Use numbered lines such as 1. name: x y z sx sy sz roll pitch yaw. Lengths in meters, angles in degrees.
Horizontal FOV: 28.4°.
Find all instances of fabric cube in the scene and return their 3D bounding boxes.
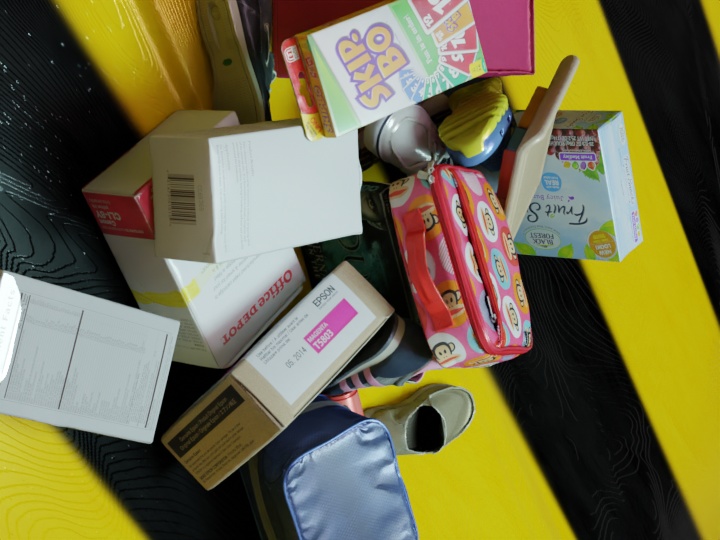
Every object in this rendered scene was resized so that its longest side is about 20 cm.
1. fabric cube: 0.047 -0.295 1.458 0.199 0.199 0.197 -9 101 -50

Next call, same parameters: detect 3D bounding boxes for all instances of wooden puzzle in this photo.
1. wooden puzzle: 0.177 -0.114 1.546 0.185 0.037 0.201 -59 168 -47

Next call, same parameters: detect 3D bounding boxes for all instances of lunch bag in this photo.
1. lunch bag: 0.093 -0.004 1.405 0.176 0.082 0.201 4 68 -64
2. lunch bag: -0.036 0.237 1.478 0.135 0.132 0.201 -23 112 -25

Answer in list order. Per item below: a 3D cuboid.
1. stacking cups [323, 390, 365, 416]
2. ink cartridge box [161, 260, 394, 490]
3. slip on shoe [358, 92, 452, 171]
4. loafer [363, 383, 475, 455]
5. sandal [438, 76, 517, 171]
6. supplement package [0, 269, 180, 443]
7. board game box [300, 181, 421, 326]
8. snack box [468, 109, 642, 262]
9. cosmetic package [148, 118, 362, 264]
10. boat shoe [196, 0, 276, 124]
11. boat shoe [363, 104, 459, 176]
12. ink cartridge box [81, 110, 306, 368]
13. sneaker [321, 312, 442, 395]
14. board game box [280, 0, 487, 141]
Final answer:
1. stacking cups: -0.005 0.223 1.585 0.060 0.060 0.201 -28 111 -45
2. ink cartridge box: -0.079 0.100 1.371 0.075 0.165 0.200 46 47 0
3. slip on shoe: 0.019 -0.161 1.556 0.200 0.076 0.061 -31 78 -35
4. loafer: 0.078 0.182 1.661 0.199 0.068 0.076 -14 106 -49
5. sandal: 0.134 -0.144 1.514 0.200 0.079 0.087 -62 130 -67
6. supplement package: -0.267 0.069 1.192 0.200 0.109 0.114 22 78 -50
7. board game box: 0.000 0.000 1.490 0.028 0.135 0.201 -37 122 -41
8. snack box: 0.225 -0.103 1.700 0.068 0.199 0.170 -36 122 -42
9. cosmetic package: -0.089 -0.076 1.283 0.200 0.081 0.114 -12 104 -50
10. boat shoe: -0.105 -0.188 1.386 0.067 0.072 0.201 -21 109 -43
11. boat shoe: 0.067 -0.125 1.511 0.071 0.070 0.200 -54 156 0
12. ink cartridge box: -0.152 -0.029 1.341 0.145 0.083 0.201 -46 128 -37
13. sneaker: 0.019 0.101 1.475 0.082 0.200 0.070 26 68 -17
14. board game box: 0.024 -0.193 1.294 0.199 0.030 0.096 -26 109 -26
